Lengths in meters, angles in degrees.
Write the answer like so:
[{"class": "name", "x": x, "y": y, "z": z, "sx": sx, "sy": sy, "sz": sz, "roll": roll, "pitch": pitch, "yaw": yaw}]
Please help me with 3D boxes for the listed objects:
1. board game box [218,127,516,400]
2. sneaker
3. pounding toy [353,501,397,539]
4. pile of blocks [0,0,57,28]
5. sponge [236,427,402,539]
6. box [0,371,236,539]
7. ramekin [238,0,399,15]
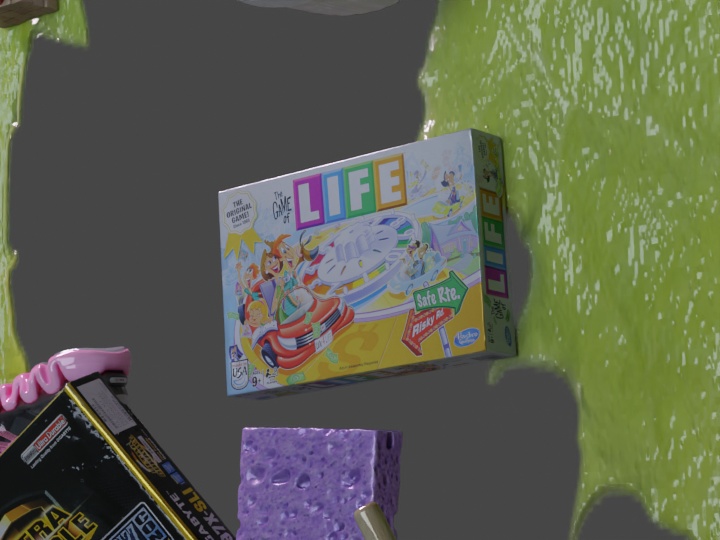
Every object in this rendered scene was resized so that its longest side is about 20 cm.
[{"class": "board game box", "x": 0.000, "y": 0.000, "z": 1.260, "sx": 0.199, "sy": 0.034, "sz": 0.135, "roll": -13, "pitch": 75, "yaw": 36}, {"class": "sneaker", "x": -0.227, "y": 0.124, "z": 1.399, "sx": 0.200, "sy": 0.079, "sz": 0.096, "roll": -26, "pitch": 79, "yaw": 33}, {"class": "pounding toy", "x": 0.067, "y": 0.255, "z": 1.099, "sx": 0.184, "sy": 0.142, "sz": 0.201, "roll": 29, "pitch": 101, "yaw": 36}, {"class": "pile of blocks", "x": -0.248, "y": -0.277, "z": 1.479, "sx": 0.082, "sy": 0.062, "sz": 0.201, "roll": 17, "pitch": 93, "yaw": 38}, {"class": "sponge", "x": -0.029, "y": 0.196, "z": 1.254, "sx": 0.111, "sy": 0.030, "sz": 0.201, "roll": -3, "pitch": 81, "yaw": 37}, {"class": "box", "x": -0.191, "y": 0.190, "z": 1.335, "sx": 0.200, "sy": 0.049, "sz": 0.160, "roll": -44, "pitch": 83, "yaw": 24}, {"class": "ramekin", "x": -0.018, "y": -0.253, "z": 1.271, "sx": 0.199, "sy": 0.105, "sz": 0.201, "roll": -7, "pitch": 78, "yaw": 36}]
